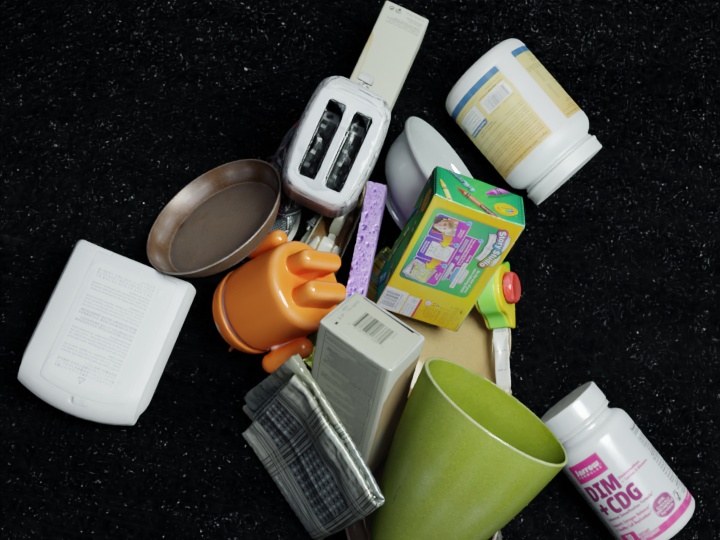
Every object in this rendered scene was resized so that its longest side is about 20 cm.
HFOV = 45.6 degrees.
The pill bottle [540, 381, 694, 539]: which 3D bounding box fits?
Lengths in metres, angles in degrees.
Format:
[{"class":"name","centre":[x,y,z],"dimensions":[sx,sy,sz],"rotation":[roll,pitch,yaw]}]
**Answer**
[{"class":"pill bottle","centre":[0.328,0.254,1.115],"dimensions":[0.113,0.113,0.201],"rotation":[-35,82,-18]}]

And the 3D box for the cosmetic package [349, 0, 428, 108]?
[{"class":"cosmetic package","centre":[0.022,-0.267,1.220],"dimensions":[0.070,0.105,0.202],"rotation":[24,69,-1]}]

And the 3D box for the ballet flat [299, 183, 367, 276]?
[{"class":"ballet flat","centre":[-0.043,-0.049,1.162],"dimensions":[0.067,0.062,0.202],"rotation":[24,71,-3]}]

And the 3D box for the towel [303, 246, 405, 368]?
[{"class":"towel","centre":[0.005,0.065,1.161],"dimensions":[0.086,0.018,0.201],"rotation":[39,71,3]}]

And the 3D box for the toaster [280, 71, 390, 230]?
[{"class":"toaster","centre":[-0.035,-0.149,1.074],"dimensions":[0.112,0.129,0.202],"rotation":[26,90,-3]}]

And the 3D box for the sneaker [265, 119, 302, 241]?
[{"class":"sneaker","centre":[-0.106,-0.120,1.165],"dimensions":[0.079,0.075,0.203],"rotation":[19,71,-4]}]

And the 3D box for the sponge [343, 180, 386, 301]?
[{"class":"sponge","centre":[0.000,0.000,1.111],"dimensions":[0.029,0.112,0.203],"rotation":[12,69,1]}]

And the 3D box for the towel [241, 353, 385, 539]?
[{"class":"towel","centre":[-0.068,0.216,1.014],"dimensions":[0.034,0.193,0.202],"rotation":[-25,77,-34]}]

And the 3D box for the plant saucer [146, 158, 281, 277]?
[{"class":"plant saucer","centre":[-0.183,-0.062,1.103],"dimensions":[0.197,0.035,0.202],"rotation":[-17,43,17]}]

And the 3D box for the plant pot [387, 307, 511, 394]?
[{"class":"plant pot","centre":[0.109,0.088,1.160],"dimensions":[0.197,0.027,0.204],"rotation":[4,76,-16]}]

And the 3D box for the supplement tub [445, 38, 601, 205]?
[{"class":"supplement tub","centre":[0.232,-0.210,1.220],"dimensions":[0.144,0.145,0.201],"rotation":[-37,83,-19]}]

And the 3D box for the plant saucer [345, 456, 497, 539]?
[{"class":"plant saucer","centre":[0.077,0.291,1.054],"dimensions":[0.197,0.035,0.204],"rotation":[-7,67,16]}]

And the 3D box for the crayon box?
[{"class":"crayon box","centre":[0.107,-0.021,1.066],"dimensions":[0.117,0.201,0.059],"rotation":[18,42,-11]}]

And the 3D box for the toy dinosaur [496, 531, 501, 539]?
[{"class":"toy dinosaur","centre":[0.140,0.366,1.075],"dimensions":[0.101,0.077,0.202],"rotation":[22,78,26]}]

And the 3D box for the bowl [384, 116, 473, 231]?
[{"class":"bowl","centre":[0.093,-0.100,1.165],"dimensions":[0.090,0.200,0.203],"rotation":[-33,79,23]}]

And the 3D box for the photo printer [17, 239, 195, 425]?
[{"class":"photo printer","centre":[-0.317,0.084,1.066],"dimensions":[0.164,0.070,0.203],"rotation":[21,71,-4]}]

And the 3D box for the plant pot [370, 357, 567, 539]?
[{"class":"plant pot","centre":[0.098,0.235,0.959],"dimensions":[0.186,0.187,0.202],"rotation":[32,102,0]}]

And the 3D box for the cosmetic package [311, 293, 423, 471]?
[{"class":"cosmetic package","centre":[-0.002,0.139,0.999],"dimensions":[0.105,0.202,0.071],"rotation":[33,45,21]}]

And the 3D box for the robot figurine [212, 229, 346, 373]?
[{"class":"robot figurine","centre":[-0.107,0.038,1.066],"dimensions":[0.145,0.199,0.117],"rotation":[54,41,-13]}]

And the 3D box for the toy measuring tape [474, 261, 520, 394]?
[{"class":"toy measuring tape","centre":[0.176,0.063,1.132],"dimensions":[0.072,0.074,0.204],"rotation":[4,76,-10]}]
